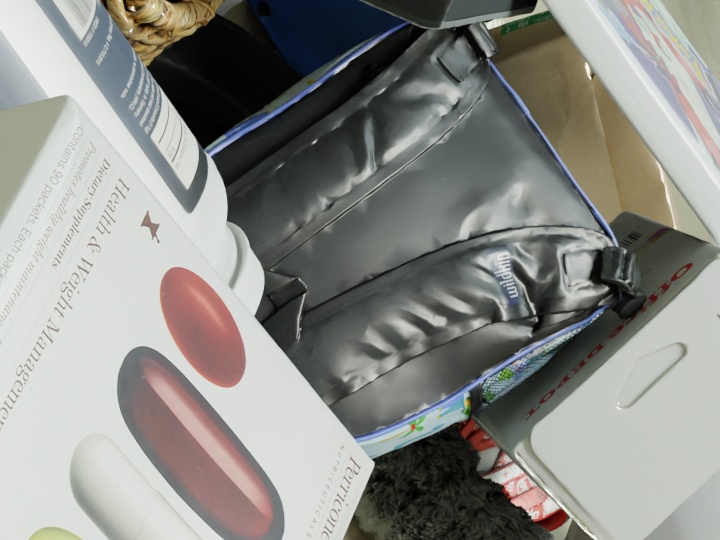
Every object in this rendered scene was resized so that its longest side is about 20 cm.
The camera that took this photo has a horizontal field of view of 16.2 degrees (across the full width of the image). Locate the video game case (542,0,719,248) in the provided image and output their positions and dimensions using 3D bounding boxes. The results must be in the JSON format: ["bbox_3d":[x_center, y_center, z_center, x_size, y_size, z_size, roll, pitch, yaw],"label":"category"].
[{"bbox_3d":[0.138,-0.122,1.293,0.200,0.023,0.182,53,18,-14],"label":"video game case"}]

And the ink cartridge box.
[{"bbox_3d":[0.136,0.054,1.302,0.085,0.144,0.200,47,-1,-9],"label":"ink cartridge box"}]

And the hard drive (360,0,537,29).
[{"bbox_3d":[0.004,-0.157,1.197,0.139,0.033,0.200,25,13,11],"label":"hard drive"}]

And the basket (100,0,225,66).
[{"bbox_3d":[-0.103,-0.185,1.184,0.143,0.149,0.200,46,28,-11],"label":"basket"}]

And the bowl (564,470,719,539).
[{"bbox_3d":[0.167,0.196,1.446,0.074,0.200,0.200,5,40,-16],"label":"bowl"}]

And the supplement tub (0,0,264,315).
[{"bbox_3d":[-0.142,-0.042,1.027,0.200,0.140,0.141,56,27,-26],"label":"supplement tub"}]

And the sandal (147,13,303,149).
[{"bbox_3d":[-0.085,-0.098,1.319,0.200,0.048,0.076,33,37,-33],"label":"sandal"}]

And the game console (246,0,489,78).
[{"bbox_3d":[0.020,-0.206,1.409,0.170,0.118,0.200,-21,74,-40],"label":"game console"}]

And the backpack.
[{"bbox_3d":[0.000,0.000,1.238,0.183,0.200,0.147,57,-19,5],"label":"backpack"}]

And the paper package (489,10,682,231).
[{"bbox_3d":[0.137,-0.064,1.581,0.200,0.103,0.191,-71,147,-78],"label":"paper package"}]

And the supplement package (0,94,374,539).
[{"bbox_3d":[-0.130,0.084,0.890,0.200,0.147,0.192,51,46,-33],"label":"supplement package"}]

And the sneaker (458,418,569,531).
[{"bbox_3d":[0.063,0.089,1.436,0.201,0.067,0.108,36,37,-55],"label":"sneaker"}]

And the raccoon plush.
[{"bbox_3d":[0.069,0.123,1.300,0.097,0.200,0.135,-21,91,-39],"label":"raccoon plush"}]

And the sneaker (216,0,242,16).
[{"bbox_3d":[-0.091,-0.236,1.342,0.200,0.099,0.078,59,26,-20],"label":"sneaker"}]
